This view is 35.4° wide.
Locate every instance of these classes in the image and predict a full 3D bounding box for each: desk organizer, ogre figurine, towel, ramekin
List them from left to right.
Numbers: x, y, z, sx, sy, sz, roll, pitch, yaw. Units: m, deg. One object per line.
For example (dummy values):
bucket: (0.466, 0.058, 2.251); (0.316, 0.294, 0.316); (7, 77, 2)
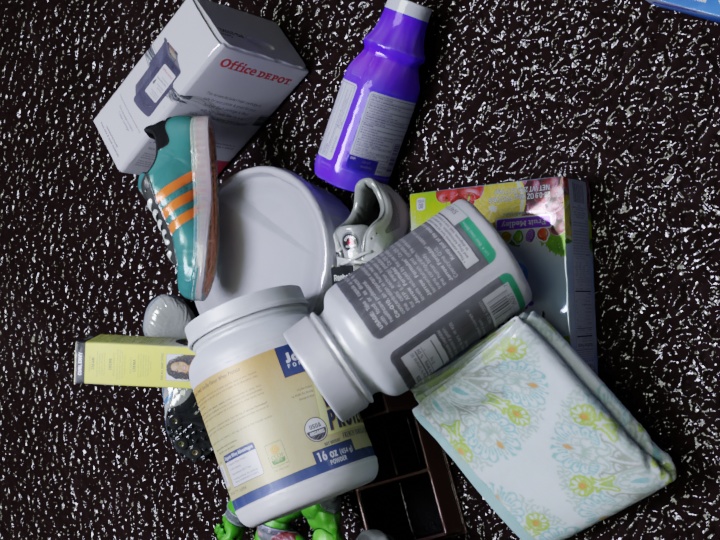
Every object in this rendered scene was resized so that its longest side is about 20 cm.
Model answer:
ramekin: (-0.084, -0.009, 1.227); (0.202, 0.094, 0.204); (-1, 88, 37)
ogre figurine: (-0.078, 0.268, 1.206); (0.200, 0.098, 0.121); (26, 109, 62)
desk organizer: (0.034, 0.178, 1.142); (0.072, 0.077, 0.201); (-24, 74, 34)
towel: (0.155, 0.147, 1.013); (0.200, 0.048, 0.171); (48, 133, -1)

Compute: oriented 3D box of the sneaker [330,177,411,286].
sneaker: (0.000, 0.000, 1.119); (0.074, 0.088, 0.201); (-11, 56, 33)

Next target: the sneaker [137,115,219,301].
sneaker: (-0.193, -0.065, 1.192); (0.079, 0.071, 0.201); (-3, 77, 2)

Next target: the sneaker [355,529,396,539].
sneaker: (0.051, 0.297, 1.079); (0.114, 0.200, 0.077); (-7, 53, -4)

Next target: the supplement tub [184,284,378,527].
supplement tub: (-0.079, 0.128, 1.082); (0.144, 0.144, 0.201); (-28, 77, 33)

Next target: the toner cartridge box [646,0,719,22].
toner cartridge box: (0.343, -0.249, 0.946); (0.200, 0.043, 0.095); (26, 102, 35)

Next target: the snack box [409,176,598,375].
snack box: (0.135, 0.019, 1.078); (0.168, 0.068, 0.201); (-5, 87, 35)

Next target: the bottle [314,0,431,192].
bottle: (0.018, -0.180, 1.162); (0.065, 0.083, 0.201); (31, 107, 41)

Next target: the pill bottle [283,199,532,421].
pill bottle: (0.040, 0.037, 0.987); (0.200, 0.113, 0.113); (-34, 65, -3)

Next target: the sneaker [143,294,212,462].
sneaker: (-0.209, 0.125, 1.342); (0.072, 0.072, 0.201); (-12, 91, -4)

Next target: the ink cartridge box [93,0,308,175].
ink cartridge box: (-0.179, -0.198, 1.272); (0.200, 0.144, 0.085); (-44, 63, 27)

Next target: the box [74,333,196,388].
box: (-0.214, 0.103, 1.269); (0.199, 0.075, 0.050); (2, 93, -2)
